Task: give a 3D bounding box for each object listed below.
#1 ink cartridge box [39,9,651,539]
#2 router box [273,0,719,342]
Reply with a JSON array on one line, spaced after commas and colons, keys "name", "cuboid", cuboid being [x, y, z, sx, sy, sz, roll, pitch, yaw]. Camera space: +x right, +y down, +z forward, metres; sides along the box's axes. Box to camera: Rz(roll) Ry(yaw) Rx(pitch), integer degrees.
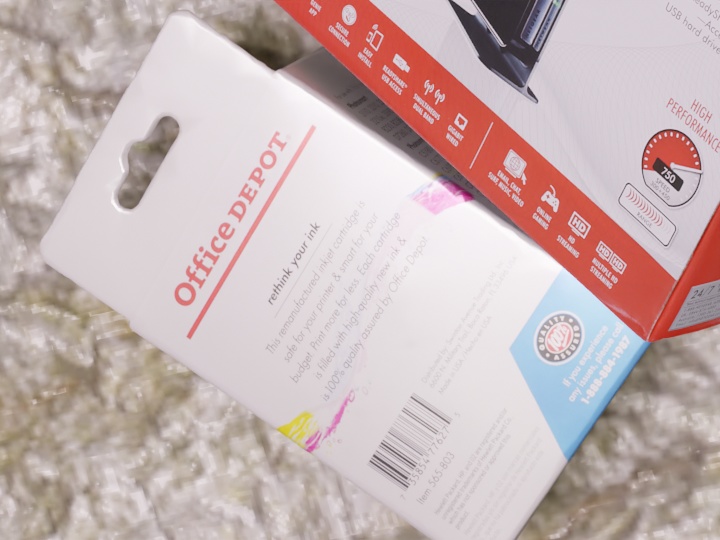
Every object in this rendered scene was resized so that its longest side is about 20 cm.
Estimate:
[{"name": "ink cartridge box", "cuboid": [0.000, 0.000, 0.891, 0.200, 0.068, 0.115, 35, 111, 6]}, {"name": "router box", "cuboid": [0.074, -0.110, 0.791, 0.200, 0.049, 0.180, 44, 127, 31]}]
